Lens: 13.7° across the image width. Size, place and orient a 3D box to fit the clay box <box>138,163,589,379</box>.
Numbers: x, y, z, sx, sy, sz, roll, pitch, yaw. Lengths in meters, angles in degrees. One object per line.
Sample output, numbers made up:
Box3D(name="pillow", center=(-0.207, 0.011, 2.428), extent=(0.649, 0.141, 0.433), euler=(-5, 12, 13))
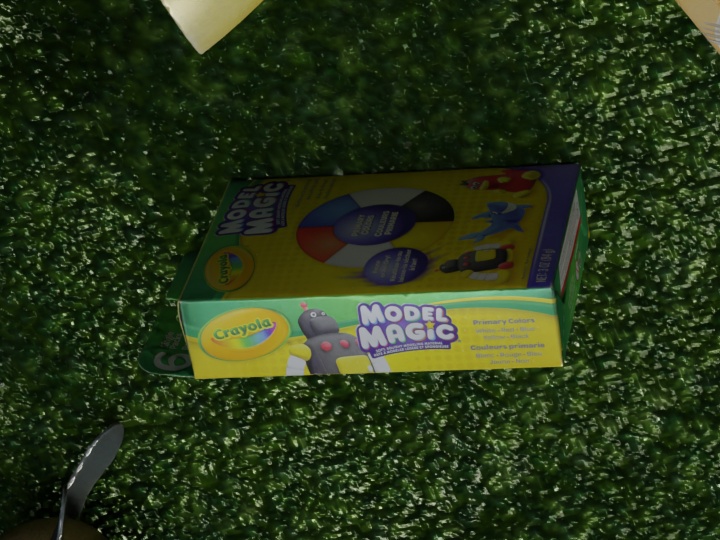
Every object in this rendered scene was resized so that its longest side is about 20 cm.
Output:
Box3D(name="clay box", center=(0.000, 0.000, 1.382), extent=(0.200, 0.115, 0.048), euler=(-2, 120, 12))

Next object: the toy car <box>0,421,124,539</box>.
Box3D(name="toy car", center=(-0.139, 0.183, 1.510), extent=(0.158, 0.164, 0.200), euler=(10, 110, 6))

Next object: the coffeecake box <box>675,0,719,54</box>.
Box3D(name="coffeecake box", center=(0.207, -0.154, 1.258), extent=(0.153, 0.073, 0.200), euler=(-29, 112, 35))

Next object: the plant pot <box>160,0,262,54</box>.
Box3D(name="plant pot", center=(-0.061, -0.212, 1.238), extent=(0.142, 0.200, 0.200), euler=(-32, 113, 1))
